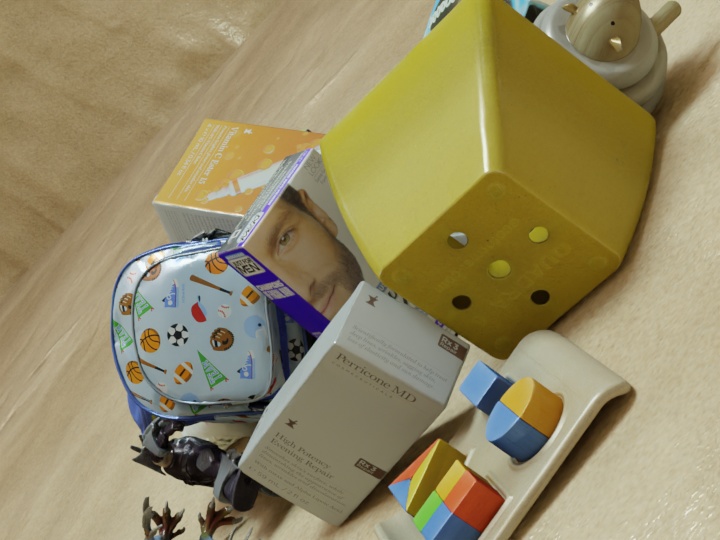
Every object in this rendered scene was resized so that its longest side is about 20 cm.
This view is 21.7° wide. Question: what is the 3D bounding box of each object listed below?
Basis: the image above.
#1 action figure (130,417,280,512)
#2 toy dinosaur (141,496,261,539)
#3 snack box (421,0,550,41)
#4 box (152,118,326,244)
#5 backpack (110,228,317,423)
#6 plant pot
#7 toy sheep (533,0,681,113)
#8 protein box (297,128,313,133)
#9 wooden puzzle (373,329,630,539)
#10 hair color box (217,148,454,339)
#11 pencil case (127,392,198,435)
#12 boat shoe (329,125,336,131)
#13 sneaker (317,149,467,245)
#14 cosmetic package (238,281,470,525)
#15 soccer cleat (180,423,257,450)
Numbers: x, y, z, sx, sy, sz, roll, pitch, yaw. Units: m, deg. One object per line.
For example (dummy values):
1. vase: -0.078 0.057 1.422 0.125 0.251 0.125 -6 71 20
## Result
1. action figure: -0.128 0.174 1.719 0.200 0.130 0.070 5 86 56
2. toy dinosaur: -0.144 0.275 1.654 0.182 0.105 0.200 -91 8 -55
3. snack box: 0.099 -0.176 1.790 0.116 0.037 0.201 31 107 43
4. box: -0.085 -0.066 1.884 0.199 0.098 0.125 9 52 26
5. backpack: -0.126 0.054 1.664 0.190 0.201 0.154 -9 -10 24
6. plant pot: 0.102 -0.055 1.450 0.200 0.200 0.177 -43 27 28
7. toy sheep: 0.192 -0.165 1.563 0.200 0.138 0.138 96 -159 -56
8. protein box: -0.097 -0.033 2.083 0.200 0.135 0.198 -53 15 -12
9. wooden puzzle: 0.085 0.126 1.309 0.200 0.046 0.185 -50 14 1
10. hair color box: -0.008 0.004 1.585 0.109 0.200 0.065 -56 16 -19
11. pencil case: -0.129 0.093 1.799 0.199 0.087 0.078 -17 -30 -14
12. boat shoe: 0.043 -0.078 1.762 0.200 0.069 0.074 40 126 40
13. sneaker: 0.059 -0.081 1.617 0.199 0.116 0.074 -10 38 12
14. cosmetic package: -0.008 0.107 1.460 0.200 0.101 0.074 -55 7 48
15. soccer cleat: -0.142 0.158 1.911 0.200 0.070 0.087 -156 87 -76
